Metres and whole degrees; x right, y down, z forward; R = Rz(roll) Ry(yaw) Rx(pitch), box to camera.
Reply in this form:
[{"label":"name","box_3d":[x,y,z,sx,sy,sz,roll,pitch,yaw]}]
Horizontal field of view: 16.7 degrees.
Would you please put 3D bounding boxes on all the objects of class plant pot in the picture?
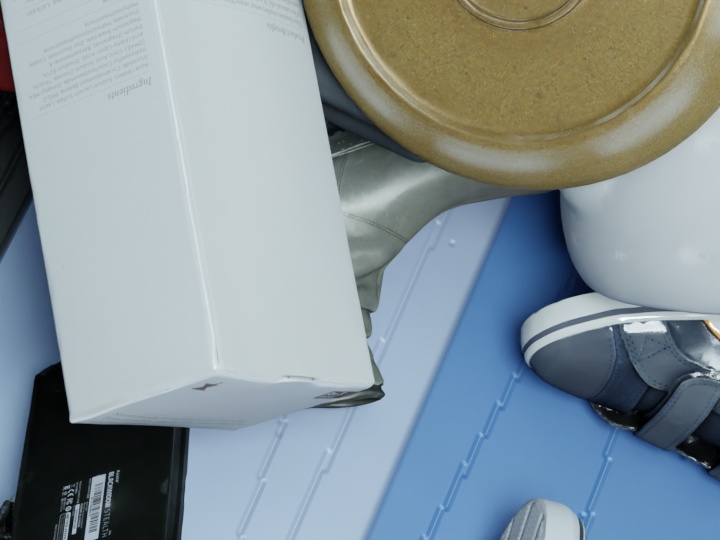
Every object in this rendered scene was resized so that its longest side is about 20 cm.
[{"label":"plant pot","box_3d":[0.065,-0.129,0.974,0.200,0.027,0.200,3,102,16]}]

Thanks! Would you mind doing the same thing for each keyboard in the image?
[{"label":"keyboard","box_3d":[-0.112,0.111,1.002,0.104,0.040,0.200,-17,39,16]}]

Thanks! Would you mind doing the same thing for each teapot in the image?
[{"label":"teapot","box_3d":[0.181,-0.067,1.061,0.197,0.200,0.146,3,101,26]}]

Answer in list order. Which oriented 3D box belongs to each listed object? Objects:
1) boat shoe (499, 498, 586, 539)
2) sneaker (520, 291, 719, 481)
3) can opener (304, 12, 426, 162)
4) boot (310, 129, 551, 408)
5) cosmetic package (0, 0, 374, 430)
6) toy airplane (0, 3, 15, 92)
[{"label":"boat shoe","box_3d":[0.078,0.200,1.047,0.071,0.072,0.200,13,80,-15]},{"label":"sneaker","box_3d":[0.171,0.057,1.102,0.200,0.078,0.079,4,65,-12]},{"label":"can opener","box_3d":[-0.054,-0.087,1.080,0.200,0.053,0.067,27,79,29]},{"label":"boot","box_3d":[0.000,0.000,1.101,0.200,0.068,0.131,-4,77,-5]},{"label":"cosmetic package","box_3d":[-0.070,-0.040,0.984,0.113,0.081,0.200,12,66,-55]},{"label":"toy airplane","box_3d":[-0.225,-0.161,1.060,0.200,0.141,0.199,2,60,-26]}]
